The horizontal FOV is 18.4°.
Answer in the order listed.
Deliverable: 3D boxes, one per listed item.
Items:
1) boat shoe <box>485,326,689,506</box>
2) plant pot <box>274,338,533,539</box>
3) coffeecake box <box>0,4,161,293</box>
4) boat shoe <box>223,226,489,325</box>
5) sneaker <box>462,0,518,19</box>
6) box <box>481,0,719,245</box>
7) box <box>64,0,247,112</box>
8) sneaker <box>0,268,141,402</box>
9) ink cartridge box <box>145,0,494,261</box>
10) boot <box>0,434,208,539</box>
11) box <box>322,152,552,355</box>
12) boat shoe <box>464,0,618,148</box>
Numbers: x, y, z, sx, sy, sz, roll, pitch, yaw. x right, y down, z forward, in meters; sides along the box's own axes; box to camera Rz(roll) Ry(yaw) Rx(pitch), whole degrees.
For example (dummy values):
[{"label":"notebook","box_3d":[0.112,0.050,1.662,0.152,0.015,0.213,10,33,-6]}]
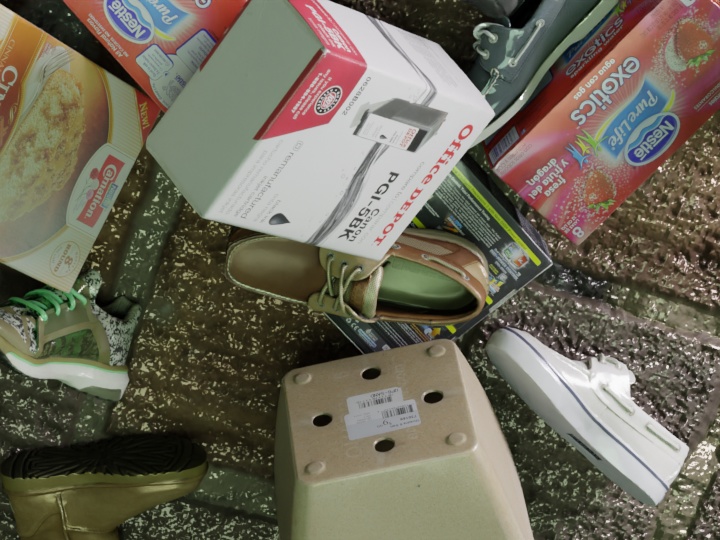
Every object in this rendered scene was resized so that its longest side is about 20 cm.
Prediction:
[{"label":"boat shoe","box_3d":[0.183,0.100,1.754,0.200,0.071,0.070,42,78,-16]},{"label":"plant pot","box_3d":[0.026,0.169,1.676,0.198,0.200,0.178,-11,125,0]},{"label":"coffeecake box","box_3d":[-0.251,-0.092,1.539,0.200,0.073,0.154,30,85,-53]},{"label":"boat shoe","box_3d":[0.000,0.000,1.632,0.199,0.074,0.076,4,115,-6]},{"label":"sneaker","box_3d":[0.005,-0.210,1.563,0.200,0.076,0.116,36,91,1]},{"label":"box","box_3d":[0.188,-0.131,1.622,0.095,0.100,0.200,39,105,-20]},{"label":"box","box_3d":[-0.136,-0.194,1.560,0.100,0.096,0.200,-38,112,11]},{"label":"sneaker","box_3d":[-0.230,0.033,1.648,0.077,0.200,0.089,25,90,29]},{"label":"ink cartridge box","box_3d":[-0.023,-0.097,1.520,0.199,0.083,0.147,13,121,-51]},{"label":"boot","box_3d":[-0.193,0.234,1.780,0.174,0.066,0.201,-3,115,10]},{"label":"box","box_3d":[0.023,-0.032,1.685,0.160,0.044,0.200,-39,112,12]},{"label":"boat shoe","box_3d":[0.106,-0.166,1.605,0.200,0.073,0.062,-45,117,-1]}]
